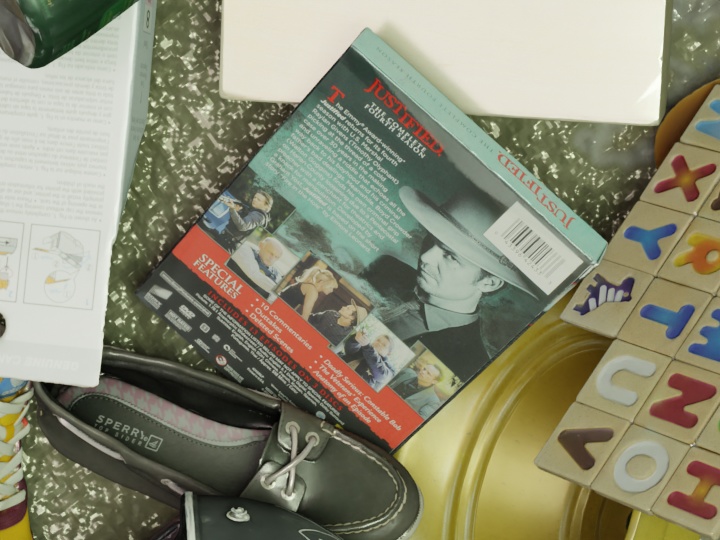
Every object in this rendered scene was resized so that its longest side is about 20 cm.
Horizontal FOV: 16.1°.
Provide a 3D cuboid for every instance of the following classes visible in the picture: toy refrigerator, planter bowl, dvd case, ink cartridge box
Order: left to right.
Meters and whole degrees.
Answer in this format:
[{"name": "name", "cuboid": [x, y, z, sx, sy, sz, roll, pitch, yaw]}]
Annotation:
[{"name": "ink cartridge box", "cuboid": [-0.186, -0.055, 1.209, 0.161, 0.057, 0.201, 6, 95, 8]}, {"name": "dvd case", "cuboid": [0.000, 0.000, 1.163, 0.146, 0.022, 0.200, 41, 132, -3]}, {"name": "toy refrigerator", "cuboid": [0.041, -0.109, 1.160, 0.199, 0.076, 0.070, 4, 100, 10]}, {"name": "planter bowl", "cuboid": [0.098, 0.106, 1.158, 0.083, 0.200, 0.201, 18, 104, -29]}]

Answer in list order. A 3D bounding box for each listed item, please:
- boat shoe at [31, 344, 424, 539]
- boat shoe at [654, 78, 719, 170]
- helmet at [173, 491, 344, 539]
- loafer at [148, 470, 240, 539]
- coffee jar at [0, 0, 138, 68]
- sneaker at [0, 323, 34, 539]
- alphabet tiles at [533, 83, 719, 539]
[{"name": "boat shoe", "cuboid": [-0.068, 0.084, 1.192, 0.199, 0.057, 0.067, 16, 68, 21]}, {"name": "boat shoe", "cuboid": [0.233, -0.060, 1.135, 0.199, 0.070, 0.071, -6, 83, 31]}, {"name": "helmet", "cuboid": [-0.060, 0.203, 1.119, 0.190, 0.200, 0.201, -29, 93, 7]}, {"name": "loafer", "cuboid": [-0.102, 0.156, 1.240, 0.199, 0.072, 0.063, -32, 73, 7]}, {"name": "coffee jar", "cuboid": [-0.091, -0.181, 1.130, 0.199, 0.085, 0.105, -32, 92, -17]}, {"name": "sneaker", "cuboid": [-0.189, 0.079, 1.230, 0.090, 0.075, 0.201, -26, 95, 18]}, {"name": "alphabet tiles", "cuboid": [0.161, 0.015, 1.059, 0.167, 0.008, 0.200, 19, 68, 45]}]
